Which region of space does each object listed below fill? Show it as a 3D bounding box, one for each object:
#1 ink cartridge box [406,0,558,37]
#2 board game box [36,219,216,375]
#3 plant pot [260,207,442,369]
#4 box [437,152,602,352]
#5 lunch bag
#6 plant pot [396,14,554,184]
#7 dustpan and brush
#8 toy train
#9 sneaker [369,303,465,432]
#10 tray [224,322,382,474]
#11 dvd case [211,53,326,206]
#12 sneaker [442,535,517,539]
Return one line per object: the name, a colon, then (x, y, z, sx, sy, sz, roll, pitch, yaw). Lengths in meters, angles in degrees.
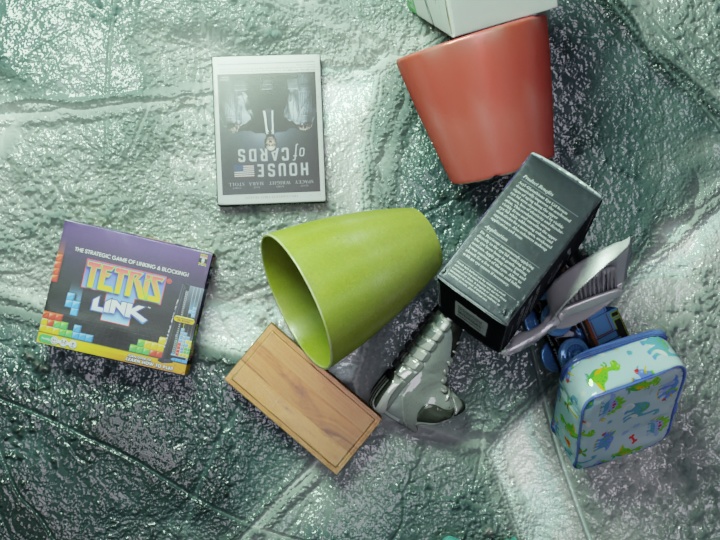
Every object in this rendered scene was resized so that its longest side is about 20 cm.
ink cartridge box: (0.145, -0.373, 1.089, 0.145, 0.200, 0.085, -18, 119, -4)
board game box: (-0.307, 0.035, 1.132, 0.198, 0.057, 0.167, 13, 90, -5)
plant pot: (0.000, 0.000, 1.110, 0.199, 0.187, 0.188, -26, 92, -20)
box: (0.193, -0.018, 1.056, 0.104, 0.148, 0.200, 35, 78, 15)
lunch bag: (0.339, 0.172, 1.121, 0.159, 0.201, 0.083, -18, 49, -6)
plant pot: (0.163, -0.217, 1.113, 0.199, 0.200, 0.179, -17, 102, -4)
dustpan and brush: (0.259, 0.046, 1.068, 0.199, 0.140, 0.058, -23, 62, 2)
toy train: (0.286, 0.053, 1.169, 0.114, 0.087, 0.201, -24, 90, -13)
sneaker: (0.112, 0.135, 1.164, 0.115, 0.075, 0.200, 38, 96, -9)
tray: (-0.077, 0.173, 1.161, 0.200, 0.037, 0.099, 41, 87, -4)
dvd case: (-0.124, -0.191, 1.162, 0.149, 0.025, 0.202, -3, 90, -4)
sneaker: (0.198, 0.405, 1.176, 0.199, 0.078, 0.080, 24, 69, -9)
